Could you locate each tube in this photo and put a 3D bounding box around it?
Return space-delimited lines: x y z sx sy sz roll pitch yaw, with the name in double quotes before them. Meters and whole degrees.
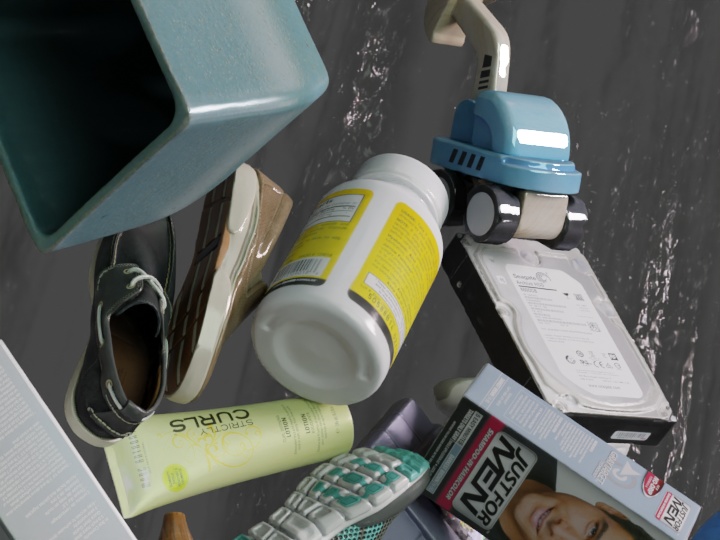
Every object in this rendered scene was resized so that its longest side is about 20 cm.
"tube" -0.099 0.132 1.593 0.199 0.058 0.052 -8 121 -32

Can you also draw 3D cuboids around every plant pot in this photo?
"plant pot" -0.142 -0.151 1.539 0.199 0.196 0.197 -10 69 -47

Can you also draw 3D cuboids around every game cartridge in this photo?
"game cartridge" 0.062 0.215 1.696 0.200 0.038 0.130 52 58 -13

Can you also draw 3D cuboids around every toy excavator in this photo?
"toy excavator" 0.113 -0.132 1.771 0.099 0.194 0.202 5 100 -35

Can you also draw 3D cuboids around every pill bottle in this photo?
"pill bottle" 0.000 0.000 1.651 0.111 0.111 0.200 46 44 -17

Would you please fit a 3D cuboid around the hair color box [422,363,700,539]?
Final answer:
"hair color box" 0.148 0.173 1.635 0.199 0.099 0.061 34 32 6

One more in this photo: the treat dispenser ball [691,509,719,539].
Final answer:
"treat dispenser ball" 0.362 0.284 1.787 0.200 0.200 0.203 10 71 -33

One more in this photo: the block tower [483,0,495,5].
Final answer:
"block tower" 0.056 -0.293 1.817 0.199 0.054 0.058 22 66 -29

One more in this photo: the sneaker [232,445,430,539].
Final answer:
"sneaker" -0.025 0.211 1.602 0.199 0.077 0.092 -34 124 -21

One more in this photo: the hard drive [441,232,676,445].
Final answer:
"hard drive" 0.161 0.055 1.747 0.139 0.038 0.201 7 41 -34

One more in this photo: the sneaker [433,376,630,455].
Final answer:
"sneaker" 0.142 0.144 1.750 0.199 0.070 0.081 26 66 -29

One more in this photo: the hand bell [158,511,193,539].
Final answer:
"hand bell" -0.128 0.270 1.524 0.104 0.104 0.201 15 57 -32

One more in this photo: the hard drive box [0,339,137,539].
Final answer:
"hard drive box" -0.243 0.162 1.412 0.077 0.155 0.201 -39 102 -37

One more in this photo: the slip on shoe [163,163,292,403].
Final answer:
"slip on shoe" -0.099 0.013 1.611 0.060 0.076 0.201 27 55 -24

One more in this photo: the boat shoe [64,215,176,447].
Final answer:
"boat shoe" -0.162 0.030 1.557 0.071 0.068 0.201 24 55 -25
